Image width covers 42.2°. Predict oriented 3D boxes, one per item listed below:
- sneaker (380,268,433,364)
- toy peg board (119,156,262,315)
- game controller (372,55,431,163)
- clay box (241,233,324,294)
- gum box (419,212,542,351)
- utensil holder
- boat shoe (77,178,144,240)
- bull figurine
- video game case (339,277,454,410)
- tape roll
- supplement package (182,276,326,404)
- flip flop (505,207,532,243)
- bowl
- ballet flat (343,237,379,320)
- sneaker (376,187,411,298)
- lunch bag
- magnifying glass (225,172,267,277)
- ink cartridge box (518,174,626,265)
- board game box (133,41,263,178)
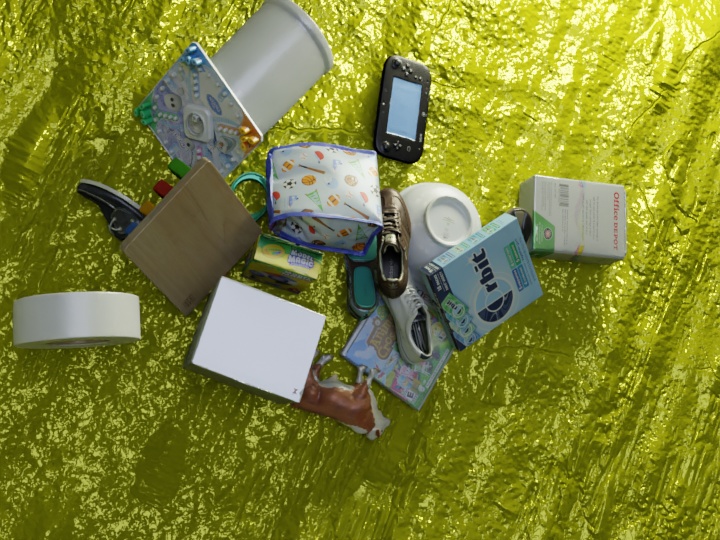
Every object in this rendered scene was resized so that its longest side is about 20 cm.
[{"bbox_3d":[0.092,0.066,1.682,0.072,0.070,0.204,-17,90,-34],"label":"sneaker"},{"bbox_3d":[-0.299,-0.069,1.571,0.097,0.201,0.200,32,75,39],"label":"toy peg board"},{"bbox_3d":[0.081,-0.307,1.782,0.102,0.042,0.205,10,80,-13],"label":"game controller"},{"bbox_3d":[-0.135,-0.010,1.595,0.113,0.200,0.049,17,77,-10],"label":"clay box"},{"bbox_3d":[0.223,0.021,1.702,0.198,0.044,0.172,-33,118,-13],"label":"gum box"},{"bbox_3d":[-0.171,-0.356,1.659,0.170,0.170,0.201,43,76,-5],"label":"utensil holder"},{"bbox_3d":[-0.405,-0.087,1.603,0.198,0.072,0.068,35,74,-10],"label":"boat shoe"},{"bbox_3d":[-0.029,0.221,1.654,0.196,0.065,0.124,18,84,-10],"label":"bull figurine"},{"bbox_3d":[0.085,0.123,1.726,0.181,0.022,0.202,35,75,-7],"label":"video game case"},{"bbox_3d":[-0.454,0.082,1.497,0.198,0.202,0.073,-2,83,-15],"label":"tape roll"},{"bbox_3d":[-0.181,0.123,1.563,0.188,0.200,0.150,21,77,-11],"label":"supplement package"},{"bbox_3d":[0.258,-0.028,1.769,0.080,0.058,0.203,24,96,-19],"label":"flip flop"},{"bbox_3d":[0.148,-0.080,1.730,0.196,0.090,0.206,5,74,-17],"label":"bowl"},{"bbox_3d":[0.000,0.000,1.695,0.073,0.075,0.204,12,56,-12],"label":"ballet flat"},{"bbox_3d":[0.059,-0.056,1.643,0.069,0.076,0.205,-4,75,-1],"label":"sneaker"},{"bbox_3d":[-0.072,-0.130,1.651,0.196,0.124,0.173,8,54,-20],"label":"lunch bag"},{"bbox_3d":[-0.219,-0.082,1.678,0.078,0.022,0.204,22,77,-11],"label":"magnifying glass"},{"bbox_3d":[0.411,-0.096,1.813,0.195,0.087,0.149,5,81,-12],"label":"ink cartridge box"},{"bbox_3d":[-0.284,-0.251,1.605,0.202,0.199,0.026,54,38,-1],"label":"board game box"}]
